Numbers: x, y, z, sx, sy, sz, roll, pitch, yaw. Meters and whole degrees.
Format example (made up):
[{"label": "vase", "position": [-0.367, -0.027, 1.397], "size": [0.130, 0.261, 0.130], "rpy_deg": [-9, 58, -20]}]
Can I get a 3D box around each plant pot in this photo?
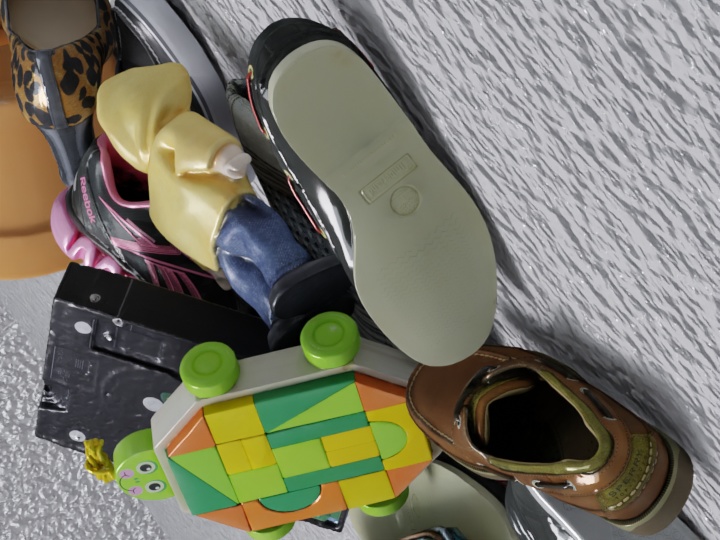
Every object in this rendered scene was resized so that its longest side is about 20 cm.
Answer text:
[{"label": "plant pot", "position": [-0.244, -0.114, 1.801], "size": [0.200, 0.200, 0.140], "rpy_deg": [44, 150, 31]}]

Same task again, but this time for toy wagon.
[{"label": "toy wagon", "position": [-0.057, 0.099, 1.484], "size": [0.155, 0.199, 0.040], "rpy_deg": [72, -175, -48]}]

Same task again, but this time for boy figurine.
[{"label": "boy figurine", "position": [-0.082, -0.040, 1.505], "size": [0.200, 0.064, 0.125], "rpy_deg": [50, 156, 31]}]

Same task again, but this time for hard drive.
[{"label": "hard drive", "position": [-0.089, 0.076, 1.564], "size": [0.199, 0.038, 0.140], "rpy_deg": [17, 139, 3]}]

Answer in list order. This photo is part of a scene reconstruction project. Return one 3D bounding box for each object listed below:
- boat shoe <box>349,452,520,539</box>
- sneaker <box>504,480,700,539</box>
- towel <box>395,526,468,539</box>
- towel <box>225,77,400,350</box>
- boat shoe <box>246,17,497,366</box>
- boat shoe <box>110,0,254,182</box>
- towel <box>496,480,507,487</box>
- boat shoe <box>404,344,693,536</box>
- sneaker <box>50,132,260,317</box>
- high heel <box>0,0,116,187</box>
[{"label": "boat shoe", "position": [0.059, 0.142, 1.576], "size": [0.201, 0.063, 0.074], "rpy_deg": [-175, 75, -66]}, {"label": "sneaker", "position": [0.145, 0.164, 1.416], "size": [0.200, 0.071, 0.099], "rpy_deg": [56, 171, 10]}, {"label": "towel", "position": [0.044, 0.217, 1.558], "size": [0.147, 0.022, 0.200], "rpy_deg": [45, 149, -14]}, {"label": "towel", "position": [0.000, 0.000, 1.506], "size": [0.200, 0.034, 0.193], "rpy_deg": [36, 154, 50]}, {"label": "boat shoe", "position": [0.009, -0.040, 1.317], "size": [0.202, 0.074, 0.063], "rpy_deg": [59, 178, -29]}, {"label": "boat shoe", "position": [-0.124, -0.100, 1.638], "size": [0.070, 0.066, 0.200], "rpy_deg": [44, 166, 31]}, {"label": "towel", "position": [0.080, 0.125, 1.652], "size": [0.200, 0.022, 0.145], "rpy_deg": [51, 166, -6]}, {"label": "boat shoe", "position": [0.082, 0.071, 1.332], "size": [0.068, 0.072, 0.200], "rpy_deg": [30, 171, -38]}, {"label": "sneaker", "position": [-0.096, -0.013, 1.585], "size": [0.200, 0.079, 0.096], "rpy_deg": [33, 132, 11]}, {"label": "high heel", "position": [-0.192, -0.166, 1.625], "size": [0.143, 0.071, 0.201], "rpy_deg": [84, 174, -67]}]
